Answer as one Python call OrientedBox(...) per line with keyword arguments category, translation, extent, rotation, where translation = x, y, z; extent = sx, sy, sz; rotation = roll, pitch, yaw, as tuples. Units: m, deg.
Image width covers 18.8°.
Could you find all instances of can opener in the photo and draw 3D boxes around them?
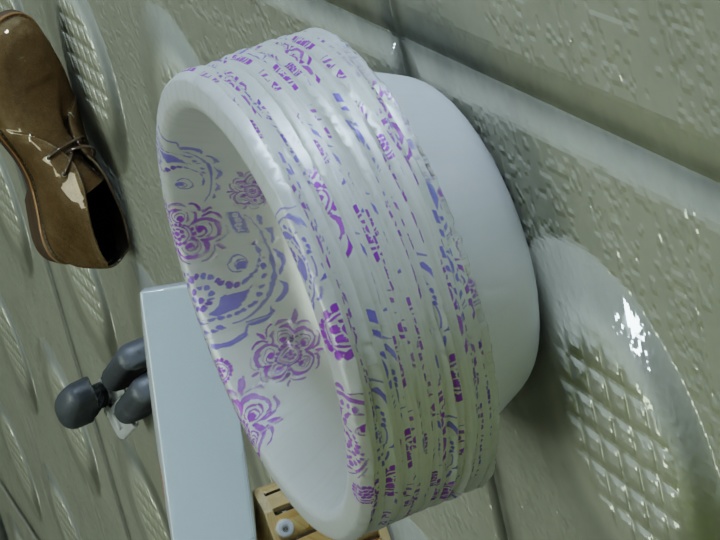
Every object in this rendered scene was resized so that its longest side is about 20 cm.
OrientedBox(category="can opener", translation=(-0.194, 0.099, 1.675), extent=(0.054, 0.067, 0.200), rotation=(67, 163, 6))

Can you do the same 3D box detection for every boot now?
OrientedBox(category="boot", translation=(-0.211, -0.091, 1.541), extent=(0.075, 0.073, 0.201), rotation=(17, 132, 46))

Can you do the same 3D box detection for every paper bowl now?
OrientedBox(category="paper bowl", translation=(0.000, 0.000, 0.887), extent=(0.201, 0.104, 0.202), rotation=(160, 90, -74))

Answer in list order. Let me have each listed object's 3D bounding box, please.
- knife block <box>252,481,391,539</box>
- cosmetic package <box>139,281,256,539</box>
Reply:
OrientedBox(category="knife block", translation=(-0.020, 0.206, 1.259), extent=(0.201, 0.064, 0.175), rotation=(71, 163, -4))
OrientedBox(category="cosmetic package", translation=(-0.095, 0.082, 1.258), extent=(0.200, 0.051, 0.152), rotation=(175, 85, -85))
